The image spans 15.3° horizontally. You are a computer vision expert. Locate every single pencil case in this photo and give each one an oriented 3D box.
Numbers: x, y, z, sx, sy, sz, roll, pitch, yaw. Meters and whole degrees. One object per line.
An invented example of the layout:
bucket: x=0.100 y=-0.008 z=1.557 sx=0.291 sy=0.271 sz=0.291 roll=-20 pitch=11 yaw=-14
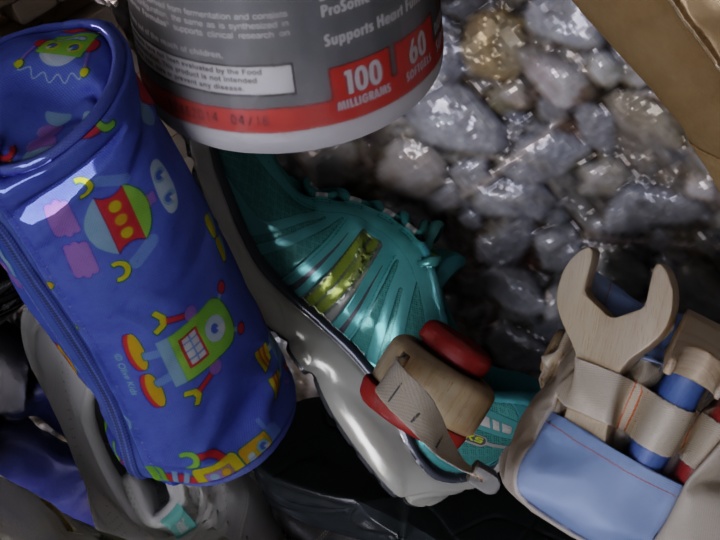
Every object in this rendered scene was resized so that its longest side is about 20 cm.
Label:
pencil case: x=-0.091 y=-0.001 z=1.001 sx=0.078 sy=0.087 sz=0.200 roll=20 pitch=149 yaw=38

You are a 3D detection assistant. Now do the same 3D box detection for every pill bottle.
pill bottle: x=-0.035 y=-0.152 z=0.959 sx=0.116 sy=0.116 sz=0.200 roll=10 pitch=128 yaw=24

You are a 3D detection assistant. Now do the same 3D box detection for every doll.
doll: x=-0.171 y=0.051 z=1.235 sx=0.200 sy=0.048 sz=0.136 roll=31 pitch=123 yaw=5

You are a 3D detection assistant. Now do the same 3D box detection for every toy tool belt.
toy tool belt: x=0.114 y=0.048 z=1.035 sx=0.200 sy=0.125 sz=0.123 roll=31 pitch=95 yaw=-2

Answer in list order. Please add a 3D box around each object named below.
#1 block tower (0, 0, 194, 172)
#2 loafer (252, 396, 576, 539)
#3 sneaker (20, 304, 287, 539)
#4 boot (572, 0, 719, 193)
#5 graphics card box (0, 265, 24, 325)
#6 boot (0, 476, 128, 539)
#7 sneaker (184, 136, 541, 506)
block tower: x=-0.136 y=-0.105 z=1.082 sx=0.200 sy=0.054 sz=0.058 roll=62 pitch=165 yaw=-21
loafer: x=0.049 y=0.115 z=1.147 sx=0.200 sy=0.073 sz=0.072 roll=20 pitch=140 yaw=29
sneaker: x=-0.083 y=0.096 z=1.149 sx=0.075 sy=0.088 sz=0.200 roll=-31 pitch=121 yaw=-3
boot: x=0.146 y=-0.101 z=0.927 sx=0.175 sy=0.066 sz=0.200 roll=-26 pitch=106 yaw=40
graphics card box: x=-0.215 y=0.039 z=1.151 sx=0.200 sy=0.125 sz=0.051 roll=-39 pitch=88 yaw=19
boot: x=-0.190 y=0.105 z=1.107 sx=0.200 sy=0.072 sz=0.155 roll=8 pitch=163 yaw=39
sneaker: x=0.000 y=0.000 z=1.096 sx=0.080 sy=0.078 sz=0.200 roll=-35 pitch=100 yaw=14
